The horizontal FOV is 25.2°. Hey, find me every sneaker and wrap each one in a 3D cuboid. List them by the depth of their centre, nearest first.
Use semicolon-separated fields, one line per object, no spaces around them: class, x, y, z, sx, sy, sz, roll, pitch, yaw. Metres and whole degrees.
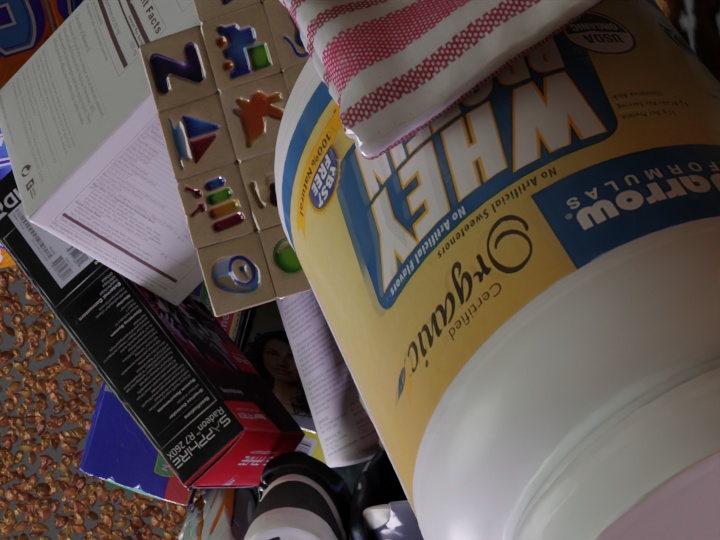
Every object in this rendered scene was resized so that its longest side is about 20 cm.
sneaker;0.035;0.176;0.854;0.130;0.079;0.201;70;-164;-58
sneaker;-0.025;0.198;0.918;0.112;0.072;0.202;-77;-12;-64
sneaker;-0.075;0.171;1.049;0.079;0.077;0.200;-63;3;0

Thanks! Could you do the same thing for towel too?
towel;0.024;-0.136;0.483;0.030;0.146;0.201;43;-165;-45

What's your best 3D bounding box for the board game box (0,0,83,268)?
board game box;-0.198;-0.147;1.005;0.200;0.198;0.201;99;153;-63

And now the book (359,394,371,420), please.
book;0.061;0.066;0.746;0.200;0.048;0.135;-125;41;-51

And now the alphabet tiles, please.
alphabet tiles;-0.021;-0.097;0.741;0.008;0.166;0.202;-16;-90;-73

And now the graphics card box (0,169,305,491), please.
graphics card box;-0.121;0.031;0.904;0.200;0.051;0.125;50;-174;14

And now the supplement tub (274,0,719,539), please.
supplement tub;0.067;0.012;0.473;0.146;0.143;0.201;85;164;-44

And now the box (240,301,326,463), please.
box;-0.045;0.060;1.082;0.201;0.075;0.050;-82;12;-60

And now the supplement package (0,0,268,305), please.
supplement package;-0.079;-0.102;0.840;0.113;0.200;0.110;34;-160;-42

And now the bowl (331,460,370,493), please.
bowl;0.007;0.209;1.054;0.201;0.104;0.203;-166;90;-88

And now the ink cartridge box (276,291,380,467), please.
ink cartridge box;0.000;0.000;0.932;0.161;0.050;0.202;-36;68;60

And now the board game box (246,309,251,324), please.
board game box;-0.038;0.098;1.233;0.200;0.104;0.104;-122;19;-57

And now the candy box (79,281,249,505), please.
candy box;-0.123;0.065;1.069;0.200;0.076;0.171;112;174;-81
